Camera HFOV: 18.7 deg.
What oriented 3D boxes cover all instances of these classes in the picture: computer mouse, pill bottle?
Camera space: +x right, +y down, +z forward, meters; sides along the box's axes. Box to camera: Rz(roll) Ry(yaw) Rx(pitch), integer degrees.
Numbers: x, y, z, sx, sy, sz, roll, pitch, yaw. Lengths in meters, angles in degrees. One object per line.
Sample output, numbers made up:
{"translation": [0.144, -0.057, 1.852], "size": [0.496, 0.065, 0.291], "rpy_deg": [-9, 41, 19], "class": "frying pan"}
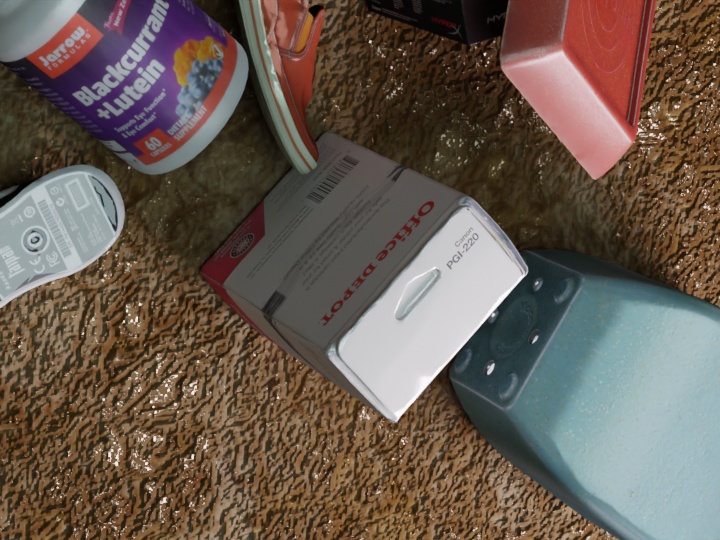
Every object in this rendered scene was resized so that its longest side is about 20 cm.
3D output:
{"translation": [-0.252, -0.007, 1.468], "size": [0.199, 0.044, 0.110], "rpy_deg": [-28, 112, -13], "class": "computer mouse"}
{"translation": [-0.177, -0.161, 1.421], "size": [0.200, 0.111, 0.112], "rpy_deg": [39, 84, -32], "class": "pill bottle"}

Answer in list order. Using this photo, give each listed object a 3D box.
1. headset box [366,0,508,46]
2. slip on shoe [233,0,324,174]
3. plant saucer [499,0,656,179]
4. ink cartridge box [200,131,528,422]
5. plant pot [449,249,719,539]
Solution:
{"translation": [0.053, -0.270, 1.497], "size": [0.077, 0.149, 0.201], "rpy_deg": [-19, 112, -23], "class": "headset box"}
{"translation": [-0.051, -0.163, 1.513], "size": [0.061, 0.074, 0.201], "rpy_deg": [-13, 107, -8], "class": "slip on shoe"}
{"translation": [0.160, -0.190, 1.500], "size": [0.200, 0.037, 0.201], "rpy_deg": [40, 55, -58], "class": "plant saucer"}
{"translation": [0.000, 0.000, 1.517], "size": [0.146, 0.200, 0.085], "rpy_deg": [-48, 122, -8], "class": "ink cartridge box"}
{"translation": [0.189, 0.087, 1.664], "size": [0.200, 0.196, 0.196], "rpy_deg": [32, 88, -24], "class": "plant pot"}
